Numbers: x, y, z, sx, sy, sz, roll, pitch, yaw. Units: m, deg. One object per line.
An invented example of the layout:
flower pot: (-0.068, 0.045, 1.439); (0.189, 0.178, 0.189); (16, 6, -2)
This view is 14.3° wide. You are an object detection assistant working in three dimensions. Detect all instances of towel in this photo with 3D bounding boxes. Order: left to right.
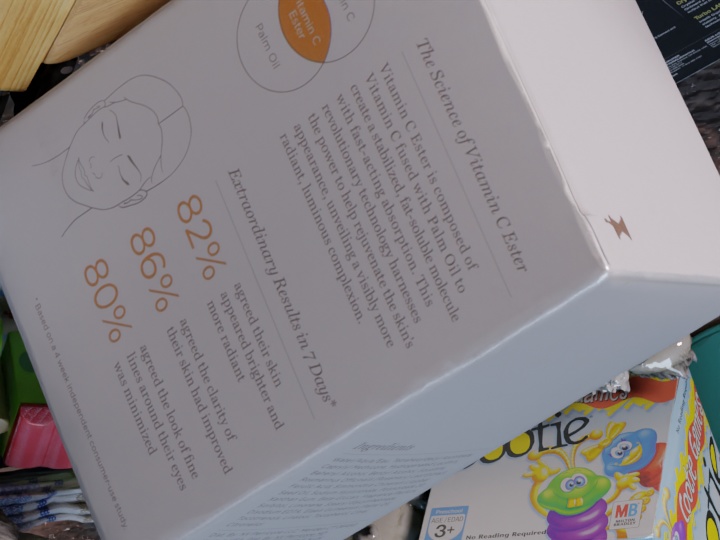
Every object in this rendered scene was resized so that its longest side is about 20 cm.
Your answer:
towel: (-0.172, 0.098, 1.127); (0.147, 0.024, 0.200); (-8, 180, 39)

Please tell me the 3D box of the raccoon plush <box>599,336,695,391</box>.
raccoon plush: (0.038, 0.023, 1.169); (0.134, 0.097, 0.200); (-5, 176, -37)

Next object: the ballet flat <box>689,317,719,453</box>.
ballet flat: (0.145, 0.076, 1.301); (0.200, 0.069, 0.063); (-49, 169, 31)

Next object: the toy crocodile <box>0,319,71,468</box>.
toy crocodile: (-0.114, 0.048, 1.077); (0.200, 0.062, 0.068); (-3, 142, -16)

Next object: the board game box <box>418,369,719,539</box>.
board game box: (0.109, 0.145, 1.222); (0.105, 0.103, 0.200); (-7, 131, 22)

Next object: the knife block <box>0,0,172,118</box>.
knife block: (-0.142, -0.101, 0.886); (0.175, 0.064, 0.200); (-22, 150, 11)

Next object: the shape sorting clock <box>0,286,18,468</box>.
shape sorting clock: (-0.161, 0.036, 1.132); (0.200, 0.039, 0.200); (-11, 149, -7)

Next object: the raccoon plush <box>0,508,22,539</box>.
raccoon plush: (-0.140, 0.030, 0.980); (0.134, 0.200, 0.097); (-43, 163, -21)

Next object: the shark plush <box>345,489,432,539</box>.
shark plush: (0.022, 0.121, 1.202); (0.091, 0.200, 0.083); (-21, 106, -4)

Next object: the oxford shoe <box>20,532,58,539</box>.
oxford shoe: (-0.121, 0.133, 1.105); (0.074, 0.071, 0.200); (-12, -166, -20)

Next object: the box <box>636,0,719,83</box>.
box: (0.101, -0.128, 0.969); (0.200, 0.044, 0.160); (-29, 147, 23)

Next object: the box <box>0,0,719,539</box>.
box: (-0.003, -0.015, 0.897); (0.200, 0.152, 0.106); (-32, 161, 28)
